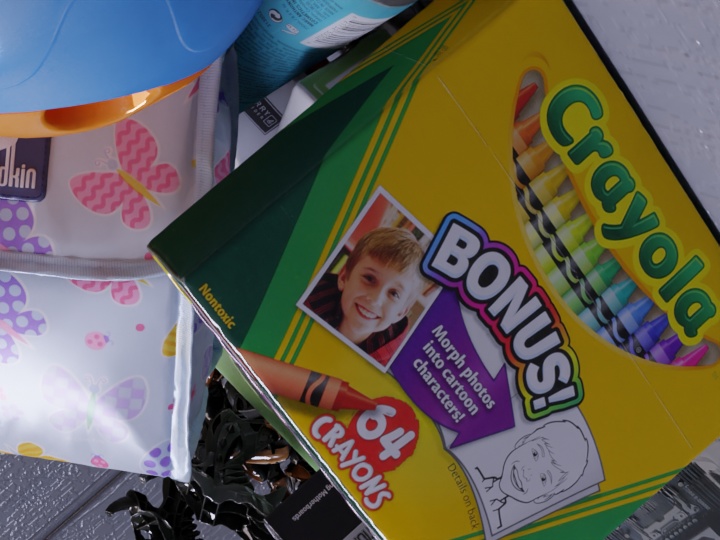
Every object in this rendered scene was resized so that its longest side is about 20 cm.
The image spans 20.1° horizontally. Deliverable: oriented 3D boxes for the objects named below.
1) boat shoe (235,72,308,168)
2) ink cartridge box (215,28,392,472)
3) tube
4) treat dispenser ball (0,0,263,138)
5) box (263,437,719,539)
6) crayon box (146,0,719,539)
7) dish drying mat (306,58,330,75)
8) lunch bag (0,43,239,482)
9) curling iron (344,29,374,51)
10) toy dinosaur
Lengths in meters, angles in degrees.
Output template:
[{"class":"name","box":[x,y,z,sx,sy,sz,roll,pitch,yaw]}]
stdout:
[{"class":"boat shoe","box":[-0.050,-0.086,1.007,0.200,0.068,0.057,55,-172,-48]},{"class":"ink cartridge box","box":[0.000,0.000,0.907,0.104,0.059,0.200,43,142,14]},{"class":"tube","box":[-0.046,-0.101,0.872,0.077,0.051,0.200,22,153,-29]},{"class":"treat dispenser ball","box":[-0.118,-0.147,0.706,0.201,0.201,0.201,48,171,10]},{"class":"box","box":[0.083,0.105,0.891,0.158,0.200,0.050,47,174,17]},{"class":"crayon box","box":[0.047,0.015,0.778,0.200,0.172,0.058,53,173,-24]},{"class":"dish drying mat","box":[-0.050,-0.111,1.049,0.200,0.018,0.077,41,161,0]},{"class":"lunch bag","box":[-0.140,-0.023,0.854,0.127,0.168,0.201,-81,-1,-58]},{"class":"curling iron","box":[0.027,-0.098,0.883,0.050,0.026,0.200,51,172,-28]},{"class":"toy dinosaur","box":[-0.057,0.086,1.012,0.199,0.136,0.102,20,141,10]}]
